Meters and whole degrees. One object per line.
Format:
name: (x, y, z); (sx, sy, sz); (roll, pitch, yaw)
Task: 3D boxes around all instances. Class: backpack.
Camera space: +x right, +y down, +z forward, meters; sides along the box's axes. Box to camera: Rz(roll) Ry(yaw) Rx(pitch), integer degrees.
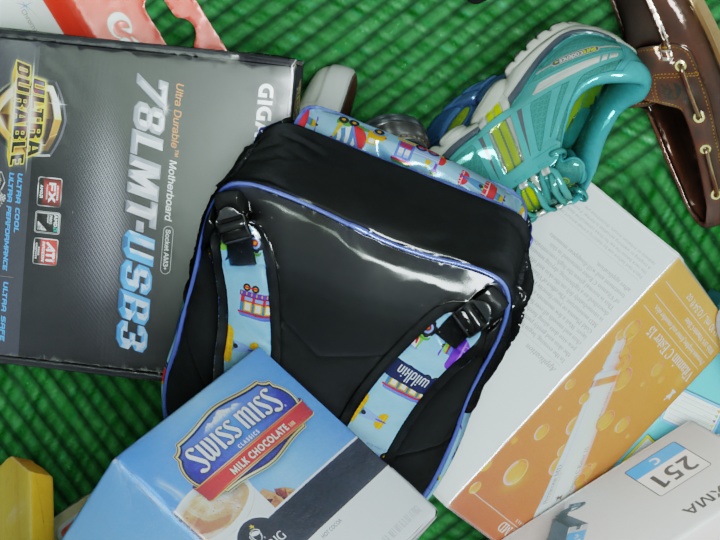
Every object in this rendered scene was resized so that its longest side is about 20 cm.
backpack: (-0.012, 0.036, 1.120); (0.182, 0.135, 0.200); (20, 122, 2)

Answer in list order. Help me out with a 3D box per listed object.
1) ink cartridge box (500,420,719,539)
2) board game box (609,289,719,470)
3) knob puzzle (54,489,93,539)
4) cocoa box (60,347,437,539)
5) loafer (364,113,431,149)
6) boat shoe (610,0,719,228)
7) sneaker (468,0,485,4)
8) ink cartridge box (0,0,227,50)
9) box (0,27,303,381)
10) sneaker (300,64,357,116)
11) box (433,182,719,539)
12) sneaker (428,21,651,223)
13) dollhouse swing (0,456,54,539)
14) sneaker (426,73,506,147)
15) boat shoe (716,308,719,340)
ink cartridge box: (0.171, 0.181, 1.169); (0.200, 0.176, 0.045); (-30, 119, -17)
board game box: (0.232, 0.137, 1.303); (0.151, 0.047, 0.200); (35, 92, -6)
knob puzzle: (-0.111, 0.206, 1.294); (0.219, 0.030, 0.220); (0, 95, -4)
cocoa box: (-0.082, 0.166, 1.053); (0.131, 0.133, 0.200); (42, 130, 9)
loafer: (0.000, 0.000, 1.225); (0.073, 0.072, 0.200); (5, 124, -23)
boat shoe: (0.196, -0.119, 1.258); (0.070, 0.070, 0.200); (-33, 105, -4)
sneaker: (0.059, -0.209, 1.248); (0.200, 0.077, 0.084); (6, 90, -3)
ink cartridge box: (-0.180, -0.104, 1.254); (0.200, 0.047, 0.160); (-32, 96, 1)
box: (-0.141, -0.038, 1.205); (0.198, 0.050, 0.200); (7, 97, 5)
sneaker: (-0.073, -0.048, 1.254); (0.085, 0.073, 0.200); (27, 87, 5)
box: (0.114, 0.061, 1.236); (0.200, 0.124, 0.097); (-47, 55, 1)
sneaker: (0.093, -0.059, 1.186); (0.200, 0.080, 0.077); (-54, 139, -2)
dollhouse swing: (-0.180, 0.244, 1.225); (0.182, 0.176, 0.200); (29, 135, -22)
sneaker: (0.070, -0.030, 1.276); (0.083, 0.071, 0.200); (18, 91, -26)
boat shoe: (0.286, 0.089, 1.247); (0.070, 0.071, 0.200); (-34, 106, -28)
